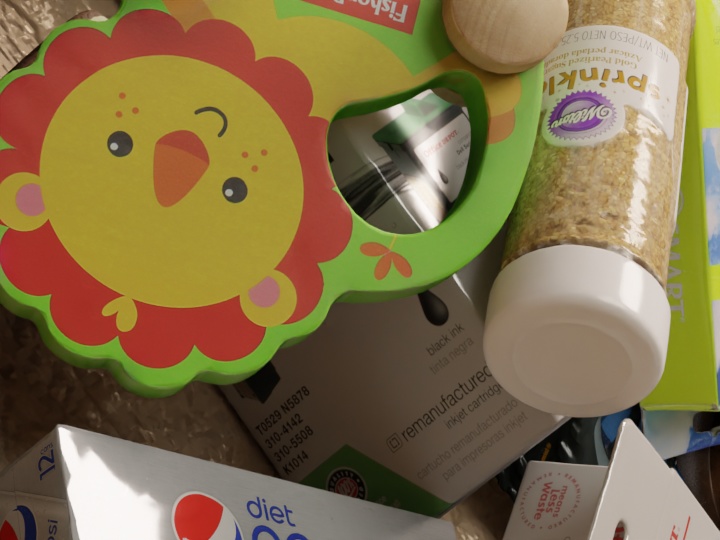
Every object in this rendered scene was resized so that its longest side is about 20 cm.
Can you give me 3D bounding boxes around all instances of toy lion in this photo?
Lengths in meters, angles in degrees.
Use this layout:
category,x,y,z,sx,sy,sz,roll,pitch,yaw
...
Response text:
category,x,y,z,sx,sy,sz,roll,pitch,yaw
toy lion,-0.038,-0.043,0.939,0.199,0.069,0.193,15,77,-9

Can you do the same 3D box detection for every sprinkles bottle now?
category,x,y,z,sx,sy,sz,roll,pitch,yaw
sprinkles bottle,0.092,-0.039,0.994,0.068,0.068,0.201,34,43,-23

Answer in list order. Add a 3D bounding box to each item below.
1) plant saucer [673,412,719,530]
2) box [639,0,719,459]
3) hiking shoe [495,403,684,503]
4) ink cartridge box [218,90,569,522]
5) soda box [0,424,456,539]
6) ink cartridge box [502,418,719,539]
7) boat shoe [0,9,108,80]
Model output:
category,x,y,z,sx,sy,sz,roll,pitch,yaw
plant saucer,0.215,0.083,1.222,0.199,0.032,0.202,-2,94,-30
box,0.166,-0.021,1.128,0.122,0.047,0.202,-7,94,-49
hiking shoe,0.101,0.079,1.142,0.086,0.074,0.202,-4,84,-56
ink cartridge box,0.000,0.000,1.048,0.201,0.146,0.084,53,41,6
soda box,-0.048,0.119,0.953,0.199,0.063,0.069,17,47,-40
ink cartridge box,0.100,0.153,0.995,0.200,0.067,0.116,51,50,-44
boat shoe,-0.137,-0.022,0.985,0.075,0.075,0.203,46,45,-10
